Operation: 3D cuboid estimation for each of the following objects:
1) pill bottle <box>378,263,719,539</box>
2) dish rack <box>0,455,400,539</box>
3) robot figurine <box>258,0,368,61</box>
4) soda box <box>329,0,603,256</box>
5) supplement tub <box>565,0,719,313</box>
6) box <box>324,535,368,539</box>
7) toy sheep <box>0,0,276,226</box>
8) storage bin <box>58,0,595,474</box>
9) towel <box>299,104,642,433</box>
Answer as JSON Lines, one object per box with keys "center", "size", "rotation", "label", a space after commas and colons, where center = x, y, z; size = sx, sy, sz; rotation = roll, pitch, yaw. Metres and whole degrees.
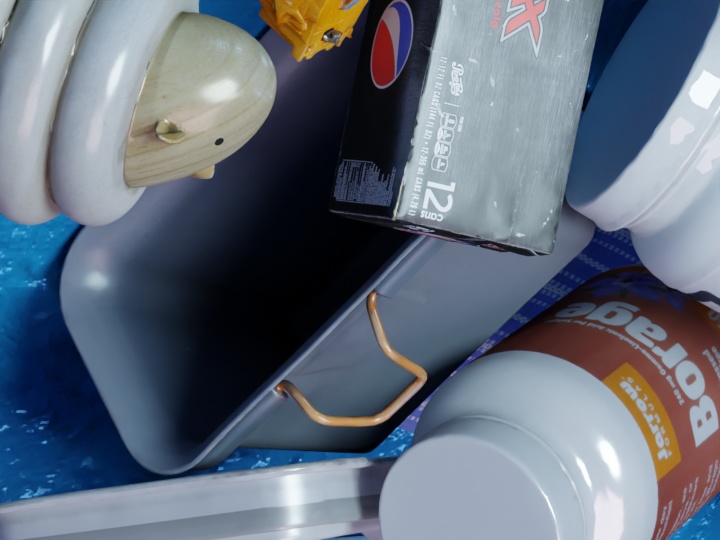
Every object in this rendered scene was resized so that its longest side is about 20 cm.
{"center": [0.091, 0.076, 1.251], "size": [0.112, 0.112, 0.200], "rotation": [-55, 167, 32], "label": "pill bottle"}
{"center": [-0.057, 0.109, 1.265], "size": [0.171, 0.044, 0.200], "rotation": [-10, 176, 21], "label": "dish rack"}
{"center": [-0.008, -0.181, 1.016], "size": [0.058, 0.145, 0.200], "rotation": [-29, 155, -50], "label": "robot figurine"}
{"center": [0.048, -0.110, 1.070], "size": [0.071, 0.063, 0.201], "rotation": [12, 90, -26], "label": "soda box"}
{"center": [0.199, -0.033, 1.191], "size": [0.200, 0.141, 0.141], "rotation": [29, 122, -12], "label": "supplement tub"}
{"center": [-0.007, 0.233, 1.420], "size": [0.199, 0.184, 0.105], "rotation": [-2, 137, -25], "label": "box"}
{"center": [-0.124, -0.084, 1.006], "size": [0.199, 0.138, 0.138], "rotation": [17, 139, 12], "label": "toy sheep"}
{"center": [0.000, 0.000, 1.214], "size": [0.134, 0.146, 0.200], "rotation": [13, 129, -49], "label": "storage bin"}
{"center": [0.072, 0.008, 1.336], "size": [0.145, 0.024, 0.200], "rotation": [22, 123, -40], "label": "towel"}
